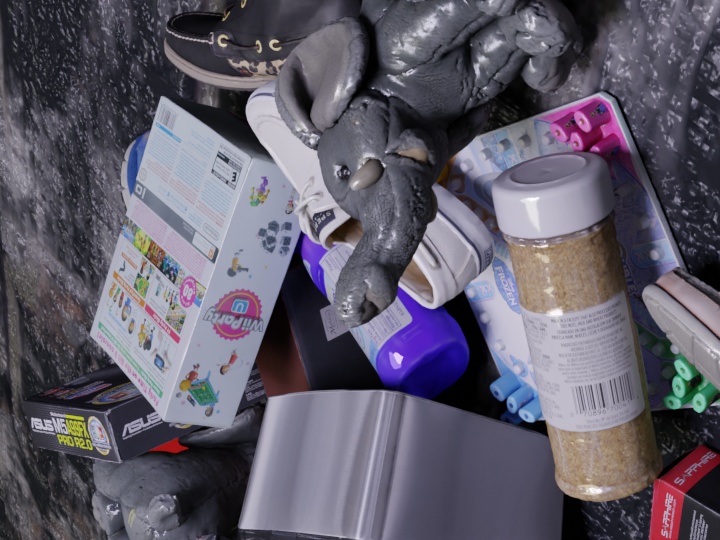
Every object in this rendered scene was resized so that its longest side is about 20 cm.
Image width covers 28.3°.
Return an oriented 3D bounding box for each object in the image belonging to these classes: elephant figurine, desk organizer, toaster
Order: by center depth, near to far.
[{"bbox_3d":[0.019,-0.095,0.813,0.141,0.155,0.201,38,106,6],"label":"elephant figurine"},{"bbox_3d":[0.020,0.161,1.011,0.180,0.199,0.120,-12,64,56],"label":"toaster"},{"bbox_3d":[-0.033,0.079,1.130,0.077,0.071,0.202,11,122,52],"label":"desk organizer"},{"bbox_3d":[-0.111,0.173,1.177,0.155,0.199,0.143,36,135,44],"label":"elephant figurine"}]

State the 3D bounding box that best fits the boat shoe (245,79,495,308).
[{"bbox_3d":[-0.009,-0.047,0.933,0.200,0.070,0.071,40,151,13],"label":"boat shoe"}]

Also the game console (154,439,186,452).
[{"bbox_3d":[-0.136,0.256,1.440,0.200,0.118,0.173,36,108,32],"label":"game console"}]

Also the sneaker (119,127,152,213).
[{"bbox_3d":[-0.132,-0.036,1.186,0.089,0.078,0.201,-32,69,17],"label":"sneaker"}]

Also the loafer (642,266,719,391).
[{"bbox_3d":[0.242,0.062,0.777,0.200,0.063,0.072,46,177,26],"label":"loafer"}]

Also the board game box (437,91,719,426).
[{"bbox_3d":[0.122,0.005,0.912,0.199,0.026,0.201,-14,102,56],"label":"board game box"}]

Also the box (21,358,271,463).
[{"bbox_3d":[-0.158,0.097,1.189,0.160,0.199,0.045,-2,106,54],"label":"box"}]

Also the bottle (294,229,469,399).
[{"bbox_3d":[0.000,0.000,1.018,0.201,0.065,0.084,54,175,27],"label":"bottle"}]

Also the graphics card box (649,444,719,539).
[{"bbox_3d":[0.262,0.204,0.847,0.199,0.051,0.126,30,135,40],"label":"graphics card box"}]

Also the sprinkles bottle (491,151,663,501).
[{"bbox_3d":[0.129,0.034,0.840,0.068,0.068,0.202,11,122,49],"label":"sprinkles bottle"}]

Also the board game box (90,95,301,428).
[{"bbox_3d":[-0.120,-0.008,1.056,0.147,0.064,0.201,38,112,50],"label":"board game box"}]

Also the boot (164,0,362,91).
[{"bbox_3d":[-0.066,-0.198,0.971,0.199,0.073,0.152,21,131,39],"label":"boot"}]
